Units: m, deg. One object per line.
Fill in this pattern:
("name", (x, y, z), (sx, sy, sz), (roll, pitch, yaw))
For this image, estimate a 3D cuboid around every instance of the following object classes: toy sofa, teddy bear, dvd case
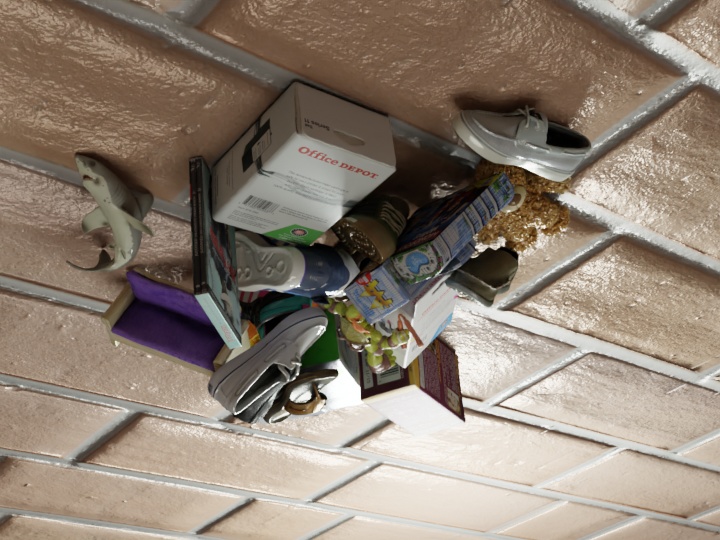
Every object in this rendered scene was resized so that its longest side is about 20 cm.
("toy sofa", (-0.261, 0.079, 1.578), (0.200, 0.083, 0.098), (19, 143, 17))
("teddy bear", (0.216, -0.081, 1.504), (0.145, 0.067, 0.200), (-12, 149, 5))
("dvd case", (-0.182, -0.021, 1.401), (0.022, 0.200, 0.146), (-10, 148, 6))

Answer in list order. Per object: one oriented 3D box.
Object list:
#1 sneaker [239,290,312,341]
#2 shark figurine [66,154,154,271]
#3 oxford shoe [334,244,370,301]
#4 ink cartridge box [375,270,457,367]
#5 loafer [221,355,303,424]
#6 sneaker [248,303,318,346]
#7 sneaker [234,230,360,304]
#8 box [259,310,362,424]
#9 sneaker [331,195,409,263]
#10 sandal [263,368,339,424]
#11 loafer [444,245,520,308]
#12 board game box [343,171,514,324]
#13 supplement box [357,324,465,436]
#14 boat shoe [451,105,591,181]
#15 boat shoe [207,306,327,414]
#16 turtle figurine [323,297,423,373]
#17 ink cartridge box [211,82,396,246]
("sneaker", (-0.150, 0.065, 1.625), (0.200, 0.121, 0.084), (-22, 146, 25))
("shark figurine", (-0.302, -0.059, 1.444), (0.128, 0.090, 0.215), (27, 140, 9))
("oxford shoe", (0.000, 0.000, 1.583), (0.073, 0.085, 0.200), (4, 149, -20))
("ink cartridge box", (0.084, 0.044, 1.634), (0.115, 0.068, 0.200), (-43, 160, -25))
("loafer", (-0.143, 0.149, 1.685), (0.070, 0.068, 0.201), (26, 118, -18))
("sneaker", (-0.151, 0.088, 1.707), (0.200, 0.077, 0.073), (-21, 144, 20))
("sneaker", (-0.090, -0.003, 1.520), (0.146, 0.081, 0.200), (9, -179, -40))
("box", (-0.103, 0.163, 1.819), (0.200, 0.097, 0.177), (-14, 149, 12))
("sneaker", (0.024, -0.064, 1.425), (0.090, 0.067, 0.200), (-37, -169, -9))
("sandal", (-0.090, 0.203, 1.726), (0.082, 0.055, 0.200), (-7, 155, -40))
("loafer", (0.176, -0.001, 1.564), (0.070, 0.075, 0.200), (-63, 167, 17))
("board game box", (0.082, -0.022, 1.406), (0.062, 0.200, 0.200), (51, 151, -10))
("supplement box", (0.084, 0.175, 1.844), (0.103, 0.131, 0.200), (-19, 146, 23))
("boat shoe", (0.202, -0.169, 1.368), (0.201, 0.070, 0.072), (14, 133, -35))
("boat shoe", (-0.115, 0.129, 1.549), (0.200, 0.065, 0.074), (-38, 149, -19))
("turtle figurine", (0.009, 0.090, 1.586), (0.200, 0.064, 0.161), (28, 160, 24))
("ink cartridge box", (-0.071, -0.124, 1.363), (0.146, 0.083, 0.200), (17, 143, -33))
